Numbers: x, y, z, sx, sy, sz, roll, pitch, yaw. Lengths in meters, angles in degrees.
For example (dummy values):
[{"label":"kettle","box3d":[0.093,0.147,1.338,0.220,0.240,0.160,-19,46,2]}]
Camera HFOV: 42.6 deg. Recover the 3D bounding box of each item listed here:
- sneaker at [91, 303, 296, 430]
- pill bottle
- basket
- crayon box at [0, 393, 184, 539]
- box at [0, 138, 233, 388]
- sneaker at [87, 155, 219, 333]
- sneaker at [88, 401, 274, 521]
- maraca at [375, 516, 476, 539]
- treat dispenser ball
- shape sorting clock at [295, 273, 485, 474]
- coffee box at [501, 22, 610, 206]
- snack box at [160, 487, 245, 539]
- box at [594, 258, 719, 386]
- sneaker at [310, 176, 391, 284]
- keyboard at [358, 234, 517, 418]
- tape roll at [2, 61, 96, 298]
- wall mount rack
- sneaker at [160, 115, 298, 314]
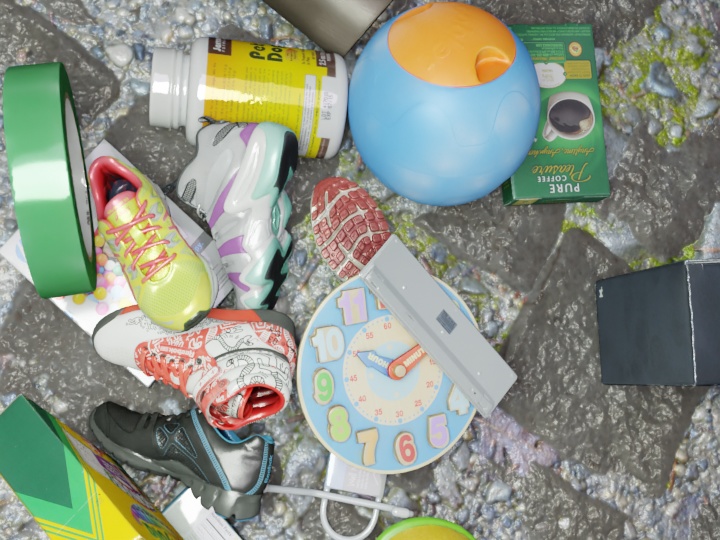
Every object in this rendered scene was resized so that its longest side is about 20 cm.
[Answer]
[{"label":"sneaker","box3d":[-0.157,0.090,0.858,0.196,0.068,0.109,1,41,-4]},{"label":"pill bottle","box3d":[-0.116,-0.178,0.952,0.195,0.109,0.112,4,82,-11]},{"label":"basket","box3d":[-0.056,-0.334,0.975,0.200,0.136,0.181,42,50,-10]},{"label":"crayon box","box3d":[-0.221,0.214,0.805,0.172,0.201,0.058,38,75,26]},{"label":"box","box3d":[-0.238,-0.007,0.941,0.200,0.041,0.156,42,76,-3]},{"label":"sneaker","box3d":[-0.201,-0.027,0.845,0.078,0.091,0.201,-37,59,-3]},{"label":"sneaker","box3d":[-0.170,0.163,0.893,0.196,0.073,0.084,22,90,16]},{"label":"maraca","box3d":[0.082,0.328,0.934,0.198,0.107,0.139,34,90,-20]},{"label":"treat dispenser ball","box3d":[0.085,-0.168,0.946,0.196,0.201,0.206,1,82,-11]},{"label":"shape sorting clock","box3d":[0.033,0.098,0.909,0.195,0.039,0.205,1,88,-16]},{"label":"coffee box","box3d":[0.213,-0.177,1.054,0.120,0.044,0.205,-4,83,-12]},{"label":"snack box","box3d":[-0.144,0.326,0.919,0.116,0.037,0.201,-41,92,-12]},{"label":"box","box3d":[0.381,0.057,0.978,0.192,0.200,0.127,0,83,-11]},{"label":"sneaker","box3d":[0.000,0.000,0.964,0.077,0.082,0.203,-26,97,-14]},{"label":"keyboard","box3d":[0.079,0.056,0.905,0.200,0.011,0.056,48,66,-16]},{"label":"tape roll","box3d":[-0.272,-0.079,0.820,0.047,0.200,0.205,-8,84,-12]},{"label":"wall mount rack","box3d":[-0.020,0.174,0.945,0.170,0.075,0.205,12,80,-9]},{"label":"sneaker","box3d":[-0.139,-0.053,0.916,0.137,0.078,0.205,12,103,15]}]
